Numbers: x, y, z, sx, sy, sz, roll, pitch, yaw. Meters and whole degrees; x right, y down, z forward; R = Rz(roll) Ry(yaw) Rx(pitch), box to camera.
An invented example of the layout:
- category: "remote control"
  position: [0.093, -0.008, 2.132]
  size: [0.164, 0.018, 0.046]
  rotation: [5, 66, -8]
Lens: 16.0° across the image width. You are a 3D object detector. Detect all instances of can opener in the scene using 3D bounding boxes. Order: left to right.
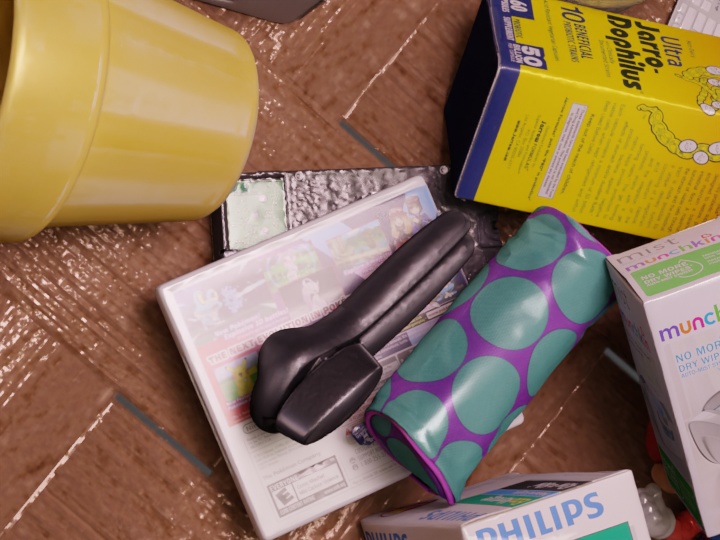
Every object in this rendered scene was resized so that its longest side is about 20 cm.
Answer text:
- category: "can opener"
  position: [0.004, 0.037, 1.666]
  size: [0.079, 0.063, 0.200]
  rotation: [38, 64, 17]

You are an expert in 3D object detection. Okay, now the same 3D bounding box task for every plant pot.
- category: "plant pot"
  position: [-0.177, -0.110, 1.625]
  size: [0.189, 0.201, 0.201]
  rotation: [10, 81, -32]

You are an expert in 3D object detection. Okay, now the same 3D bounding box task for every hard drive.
- category: "hard drive"
  position: [0.000, 0.000, 1.738]
  size: [0.200, 0.038, 0.140]
  rotation: [-4, 86, -18]

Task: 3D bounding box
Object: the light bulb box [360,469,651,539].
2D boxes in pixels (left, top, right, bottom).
- category: "light bulb box"
  position: [0.111, 0.240, 1.664]
  size: [0.125, 0.198, 0.200]
  rotation: [-16, 91, -20]

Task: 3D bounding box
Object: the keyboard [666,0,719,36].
- category: "keyboard"
  position: [0.239, -0.152, 1.840]
  size: [0.056, 0.011, 0.200]
  rotation: [27, 78, -13]

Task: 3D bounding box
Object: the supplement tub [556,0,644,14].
- category: "supplement tub"
  position: [0.173, -0.253, 1.730]
  size: [0.145, 0.200, 0.145]
  rotation: [2, 84, -17]

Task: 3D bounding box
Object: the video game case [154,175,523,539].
- category: "video game case"
  position: [-0.013, 0.057, 1.699]
  size: [0.200, 0.023, 0.182]
  rotation: [-23, 92, -17]

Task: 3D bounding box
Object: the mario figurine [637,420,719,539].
- category: "mario figurine"
  position: [0.260, 0.173, 1.762]
  size: [0.123, 0.106, 0.200]
  rotation: [-35, 104, -49]

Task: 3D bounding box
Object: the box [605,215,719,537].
- category: "box"
  position: [0.282, 0.047, 1.656]
  size: [0.200, 0.097, 0.177]
  rotation: [-18, 112, -4]

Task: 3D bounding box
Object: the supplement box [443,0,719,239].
- category: "supplement box"
  position: [0.169, -0.102, 1.733]
  size: [0.200, 0.109, 0.110]
  rotation: [11, 125, -11]

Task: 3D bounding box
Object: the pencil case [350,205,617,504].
- category: "pencil case"
  position: [0.088, 0.054, 1.671]
  size: [0.085, 0.092, 0.200]
  rotation: [33, 70, 26]

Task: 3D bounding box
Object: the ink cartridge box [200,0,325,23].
- category: "ink cartridge box"
  position: [-0.079, -0.283, 1.717]
  size: [0.144, 0.084, 0.200]
  rotation: [14, 81, -15]
